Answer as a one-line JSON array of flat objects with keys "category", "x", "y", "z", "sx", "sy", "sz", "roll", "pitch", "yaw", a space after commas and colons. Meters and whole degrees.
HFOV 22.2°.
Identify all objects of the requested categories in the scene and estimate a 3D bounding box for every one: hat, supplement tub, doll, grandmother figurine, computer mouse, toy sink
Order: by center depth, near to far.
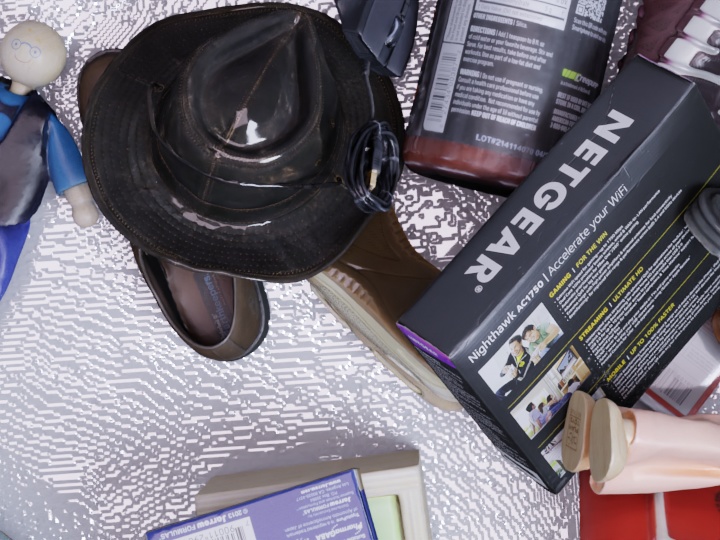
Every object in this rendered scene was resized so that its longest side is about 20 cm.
[{"category": "grandmother figurine", "x": 0.212, "y": 0.099, "z": 0.996, "sx": 0.199, "sy": 0.121, "sz": 0.061, "roll": 7, "pitch": 99, "yaw": -14}, {"category": "hat", "x": -0.060, "y": -0.096, "z": 1.031, "sx": 0.199, "sy": 0.081, "sz": 0.202, "roll": 5, "pitch": 58, "yaw": -8}, {"category": "computer mouse", "x": 0.013, "y": -0.114, "z": 1.039, "sx": 0.034, "sy": 0.059, "sz": 0.201, "roll": -19, "pitch": 50, "yaw": 24}, {"category": "toy sink", "x": -0.015, "y": 0.214, "z": 1.056, "sx": 0.129, "sy": 0.112, "sz": 0.201, "roll": -7, "pitch": 90, "yaw": 2}, {"category": "supplement tub", "x": 0.095, "y": -0.144, "z": 1.057, "sx": 0.106, "sy": 0.107, "sz": 0.201, "roll": 14, "pitch": 90, "yaw": 1}, {"category": "doll", "x": -0.219, "y": -0.051, "z": 1.090, "sx": 0.136, "sy": 0.048, "sz": 0.201, "roll": 20, "pitch": 90, "yaw": 13}]

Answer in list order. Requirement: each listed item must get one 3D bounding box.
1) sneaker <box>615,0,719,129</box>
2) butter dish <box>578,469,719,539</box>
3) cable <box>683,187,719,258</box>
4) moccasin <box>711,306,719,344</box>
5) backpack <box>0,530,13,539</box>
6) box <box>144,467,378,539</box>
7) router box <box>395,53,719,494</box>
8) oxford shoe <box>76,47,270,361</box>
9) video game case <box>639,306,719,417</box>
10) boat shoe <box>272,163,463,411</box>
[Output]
[{"category": "sneaker", "x": 0.181, "y": -0.143, "z": 1.066, "sx": 0.075, "sy": 0.116, "sz": 0.200, "roll": 18, "pitch": 117, "yaw": -39}, {"category": "butter dish", "x": 0.210, "y": 0.193, "z": 1.035, "sx": 0.198, "sy": 0.200, "sz": 0.149, "roll": 11, "pitch": 113, "yaw": 2}, {"category": "cable", "x": 0.259, "y": 0.000, "z": 1.024, "sx": 0.199, "sy": 0.050, "sz": 0.098, "roll": -2, "pitch": 58, "yaw": -35}, {"category": "moccasin", "x": 0.293, "y": 0.069, "z": 1.069, "sx": 0.200, "sy": 0.078, "sz": 0.074, "roll": 21, "pitch": 77, "yaw": -18}, {"category": "backpack", "x": -0.281, "y": 0.194, "z": 1.041, "sx": 0.200, "sy": 0.153, "sz": 0.176, "roll": 41, "pitch": 89, "yaw": -9}, {"category": "box", "x": -0.031, "y": 0.220, "z": 0.985, "sx": 0.120, "sy": 0.032, "sz": 0.201, "roll": -17, "pitch": 84, "yaw": 1}, {"category": "router box", "x": 0.130, "y": 0.004, "z": 1.008, "sx": 0.200, "sy": 0.149, "sz": 0.051, "roll": -48, "pitch": 45, "yaw": -9}, {"category": "oxford shoe", "x": -0.111, "y": -0.042, "z": 1.072, "sx": 0.072, "sy": 0.084, "sz": 0.201, "roll": -28, "pitch": 87, "yaw": 5}, {"category": "video game case", "x": 0.196, "y": -0.026, "z": 1.098, "sx": 0.143, "sy": 0.017, "sz": 0.200, "roll": 38, "pitch": 91, "yaw": 1}, {"category": "boat shoe", "x": 0.000, "y": 0.000, "z": 1.075, "sx": 0.072, "sy": 0.065, "sz": 0.200, "roll": -35, "pitch": 72, "yaw": -25}]
